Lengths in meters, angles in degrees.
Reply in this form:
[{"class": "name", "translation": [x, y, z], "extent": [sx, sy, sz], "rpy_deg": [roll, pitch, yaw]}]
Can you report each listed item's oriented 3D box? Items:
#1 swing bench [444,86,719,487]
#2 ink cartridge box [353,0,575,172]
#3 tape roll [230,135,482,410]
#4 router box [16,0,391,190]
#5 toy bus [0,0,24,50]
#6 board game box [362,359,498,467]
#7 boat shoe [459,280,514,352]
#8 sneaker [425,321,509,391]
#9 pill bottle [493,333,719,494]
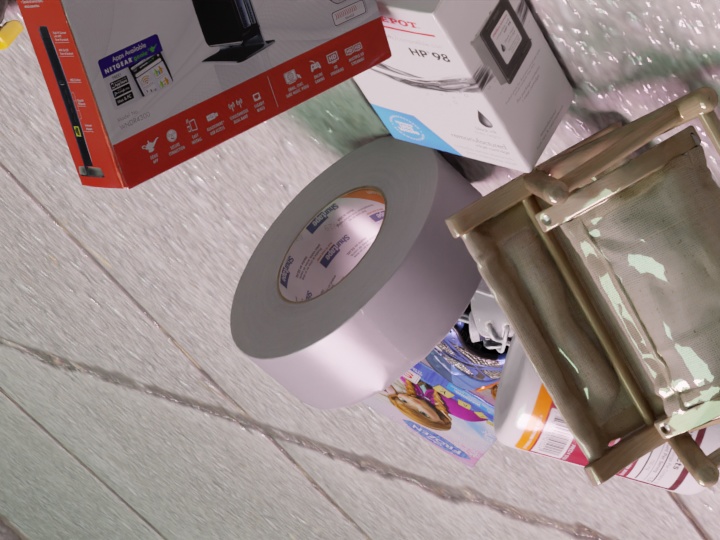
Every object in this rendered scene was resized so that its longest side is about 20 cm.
[{"class": "swing bench", "translation": [0.175, 0.016, 1.335], "extent": [0.199, 0.130, 0.200], "rpy_deg": [60, 165, -4]}, {"class": "ink cartridge box", "translation": [0.038, -0.153, 1.331], "extent": [0.116, 0.067, 0.200], "rpy_deg": [17, 156, 38]}, {"class": "tape roll", "translation": [0.000, 0.000, 1.563], "extent": [0.066, 0.201, 0.200], "rpy_deg": [42, 159, -28]}, {"class": "router box", "translation": [-0.093, -0.165, 1.209], "extent": [0.049, 0.200, 0.180], "rpy_deg": [6, 120, 52]}, {"class": "toy bus", "translation": [-0.395, -0.192, 1.716], "extent": [0.136, 0.192, 0.200], "rpy_deg": [4, 148, 51]}, {"class": "board game box", "translation": [0.043, 0.091, 1.964], "extent": [0.200, 0.041, 0.200], "rpy_deg": [31, 161, 3]}, {"class": "boat shoe", "translation": [0.103, 0.027, 1.667], "extent": [0.200, 0.072, 0.070], "rpy_deg": [21, 158, 24]}, {"class": "sneaker", "translation": [0.056, 0.024, 1.758], "extent": [0.200, 0.075, 0.078], "rpy_deg": [31, 154, -23]}, {"class": "pill bottle", "translation": [0.205, 0.097, 1.582], "extent": [0.199, 0.113, 0.113], "rpy_deg": [16, 162, -5]}]
